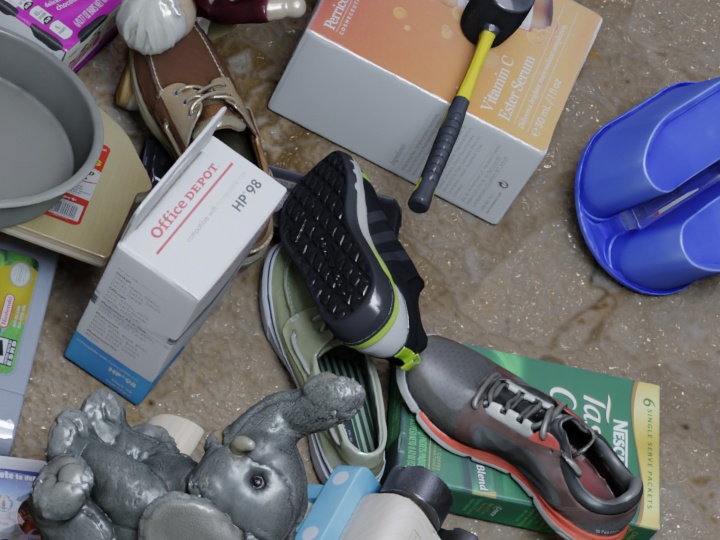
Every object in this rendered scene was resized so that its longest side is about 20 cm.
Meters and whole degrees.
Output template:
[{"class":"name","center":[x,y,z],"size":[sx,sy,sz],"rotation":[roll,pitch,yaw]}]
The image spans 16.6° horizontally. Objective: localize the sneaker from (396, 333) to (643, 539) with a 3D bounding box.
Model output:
[{"class":"sneaker","center":[0.117,0.103,1.697],"size":[0.200,0.082,0.077],"rotation":[37,57,3]}]

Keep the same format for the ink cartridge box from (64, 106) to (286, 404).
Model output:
[{"class":"ink cartridge box","center":[-0.120,-0.008,1.654],"size":[0.067,0.200,0.116],"rotation":[36,55,1]}]

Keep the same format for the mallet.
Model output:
[{"class":"mallet","center":[0.077,-0.130,1.753],"size":[0.041,0.066,0.200],"rotation":[26,56,-7]}]

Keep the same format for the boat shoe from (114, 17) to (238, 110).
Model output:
[{"class":"boat shoe","center":[-0.123,-0.196,1.847],"size":[0.069,0.071,0.200],"rotation":[21,65,-9]}]

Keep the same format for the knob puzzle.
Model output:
[{"class":"knob puzzle","center":[-0.243,-0.081,1.729],"size":[0.219,0.030,0.220],"rotation":[15,34,-11]}]

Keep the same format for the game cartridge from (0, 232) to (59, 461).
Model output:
[{"class":"game cartridge","center":[-0.281,0.024,1.676],"size":[0.133,0.040,0.200],"rotation":[14,57,-8]}]

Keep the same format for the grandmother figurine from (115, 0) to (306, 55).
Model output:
[{"class":"grandmother figurine","center":[-0.081,-0.204,1.753],"size":[0.200,0.061,0.121],"rotation":[-25,33,-24]}]

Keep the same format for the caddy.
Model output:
[{"class":"caddy","center":[0.253,-0.067,1.893],"size":[0.200,0.105,0.141],"rotation":[-31,99,-32]}]

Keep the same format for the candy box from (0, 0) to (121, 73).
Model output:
[{"class":"candy box","center":[-0.268,-0.228,1.797],"size":[0.200,0.061,0.136],"rotation":[35,42,2]}]

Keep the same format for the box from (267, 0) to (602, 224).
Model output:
[{"class":"box","center":[0.056,-0.158,1.867],"size":[0.200,0.106,0.152],"rotation":[27,55,-5]}]

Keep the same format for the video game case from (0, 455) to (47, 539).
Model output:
[{"class":"video game case","center":[-0.236,0.214,1.586],"size":[0.143,0.018,0.200],"rotation":[8,61,-16]}]

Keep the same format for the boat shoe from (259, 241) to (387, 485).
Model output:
[{"class":"boat shoe","center":[-0.017,0.059,1.737],"size":[0.072,0.062,0.200],"rotation":[-7,63,-24]}]

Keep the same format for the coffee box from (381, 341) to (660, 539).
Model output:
[{"class":"coffee box","center":[0.117,0.121,1.763],"size":[0.200,0.044,0.123],"rotation":[14,57,-13]}]

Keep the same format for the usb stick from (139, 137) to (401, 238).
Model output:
[{"class":"usb stick","center":[-0.065,-0.051,1.803],"size":[0.200,0.033,0.056],"rotation":[15,65,-13]}]

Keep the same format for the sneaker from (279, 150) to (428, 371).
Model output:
[{"class":"sneaker","center":[0.000,0.000,1.732],"size":[0.083,0.072,0.200],"rotation":[38,25,-35]}]

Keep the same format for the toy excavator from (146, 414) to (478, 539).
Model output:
[{"class":"toy excavator","center":[-0.041,0.177,1.645],"size":[0.195,0.200,0.100],"rotation":[58,45,-34]}]

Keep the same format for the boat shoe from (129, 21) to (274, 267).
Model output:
[{"class":"boat shoe","center":[-0.105,-0.103,1.749],"size":[0.076,0.072,0.200],"rotation":[-20,80,-22]}]

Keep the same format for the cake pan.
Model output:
[{"class":"cake pan","center":[-0.274,-0.099,1.664],"size":[0.200,0.037,0.200],"rotation":[14,39,-12]}]

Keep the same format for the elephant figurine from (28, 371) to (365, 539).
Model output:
[{"class":"elephant figurine","center":[-0.094,0.150,1.529],"size":[0.200,0.155,0.142],"rotation":[6,52,21]}]
